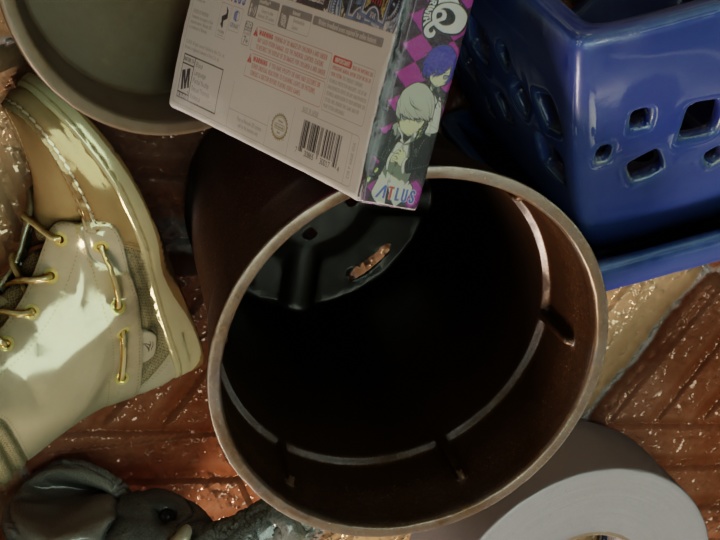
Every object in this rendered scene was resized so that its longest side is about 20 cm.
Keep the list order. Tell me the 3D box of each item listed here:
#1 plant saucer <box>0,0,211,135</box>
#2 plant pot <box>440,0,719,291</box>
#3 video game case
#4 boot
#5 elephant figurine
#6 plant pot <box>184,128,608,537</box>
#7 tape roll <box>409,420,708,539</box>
[{"bbox_3d":[-0.094,-0.168,0.852,0.200,0.029,0.201,-12,112,-32],"label":"plant saucer"},{"bbox_3d":[0.152,-0.110,0.918,0.199,0.200,0.180,-15,128,-17],"label":"plant pot"},{"bbox_3d":[-0.014,-0.139,0.773,0.036,0.200,0.182,9,101,-32],"label":"video game case"},{"bbox_3d":[-0.180,0.012,0.893,0.155,0.073,0.200,-33,130,-17],"label":"boot"},{"bbox_3d":[-0.144,0.176,0.978,0.200,0.155,0.142,-43,165,-29],"label":"elephant figurine"},{"bbox_3d":[0.000,0.000,0.893,0.200,0.198,0.201,-7,118,-14],"label":"plant pot"},{"bbox_3d":[0.130,0.201,1.141,0.200,0.066,0.201,-10,120,-19],"label":"tape roll"}]
